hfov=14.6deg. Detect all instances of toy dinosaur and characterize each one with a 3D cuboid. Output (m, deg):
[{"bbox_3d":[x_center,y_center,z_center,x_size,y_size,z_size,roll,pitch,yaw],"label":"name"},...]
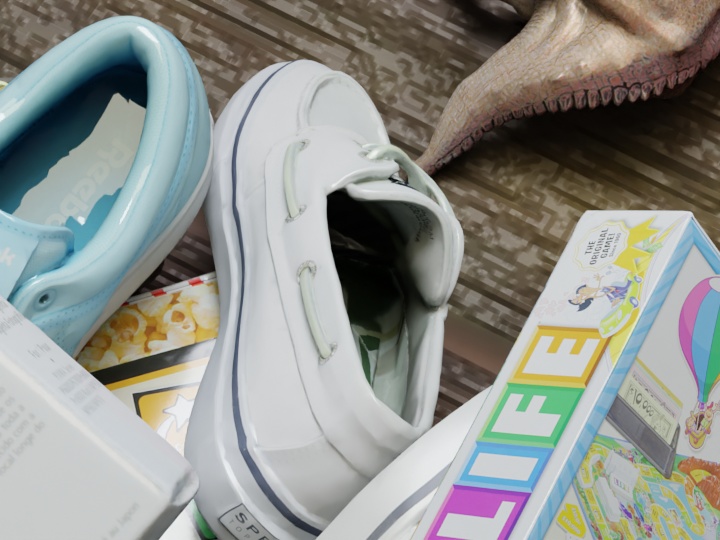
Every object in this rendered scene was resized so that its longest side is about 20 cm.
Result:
[{"bbox_3d":[0.100,-0.097,0.864,0.135,0.086,0.200,34,71,7],"label":"toy dinosaur"}]

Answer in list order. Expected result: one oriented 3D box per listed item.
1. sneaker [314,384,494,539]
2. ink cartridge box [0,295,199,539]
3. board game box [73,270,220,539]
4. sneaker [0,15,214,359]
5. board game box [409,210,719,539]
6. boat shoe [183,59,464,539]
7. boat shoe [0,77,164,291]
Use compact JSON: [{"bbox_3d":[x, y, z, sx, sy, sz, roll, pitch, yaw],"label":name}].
[{"bbox_3d":[0.005,0.109,0.695,0.200,0.078,0.079,-41,67,-13],"label":"sneaker"},{"bbox_3d":[-0.165,0.048,0.684,0.200,0.057,0.163,41,94,4],"label":"ink cartridge box"},{"bbox_3d":[-0.073,0.110,0.759,0.151,0.046,0.200,-15,63,-10],"label":"board game box"},{"bbox_3d":[-0.109,0.012,0.731,0.074,0.082,0.200,27,71,11],"label":"sneaker"},{"bbox_3d":[0.089,0.100,0.700,0.034,0.200,0.135,2,52,44],"label":"board game box"},{"bbox_3d":[0.000,0.000,0.776,0.074,0.067,0.200,38,31,-28],"label":"boat shoe"},{"bbox_3d":[-0.158,-0.026,0.817,0.201,0.072,0.061,1,64,-11],"label":"boat shoe"}]
